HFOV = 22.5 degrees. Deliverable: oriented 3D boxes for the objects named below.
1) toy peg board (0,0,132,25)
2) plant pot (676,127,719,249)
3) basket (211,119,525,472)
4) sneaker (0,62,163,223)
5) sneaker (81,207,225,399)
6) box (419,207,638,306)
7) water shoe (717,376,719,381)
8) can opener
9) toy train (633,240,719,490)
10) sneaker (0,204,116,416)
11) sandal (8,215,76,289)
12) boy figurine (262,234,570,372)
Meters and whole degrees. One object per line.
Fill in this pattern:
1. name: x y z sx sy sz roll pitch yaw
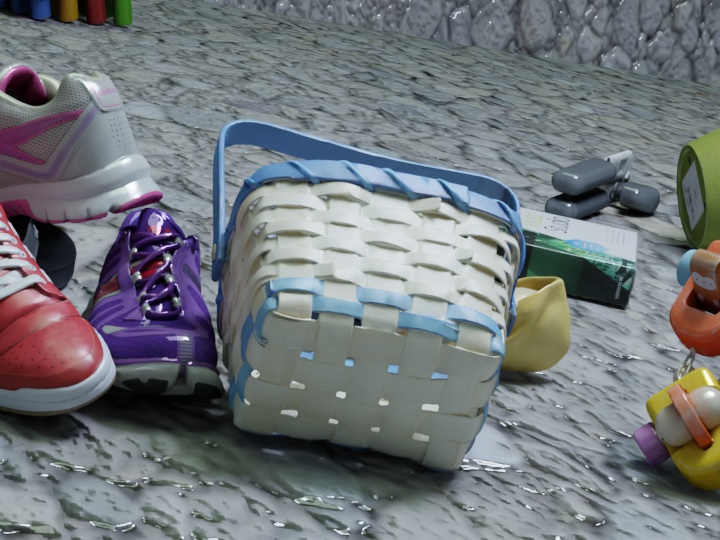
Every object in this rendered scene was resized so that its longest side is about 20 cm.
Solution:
1. toy peg board: -0.406 -0.374 2.401 0.198 0.099 0.199 -22 31 -38
2. plant pot: 0.389 -0.074 1.611 0.198 0.189 0.187 -6 15 -6
3. basket: 0.000 0.000 0.957 0.175 0.140 0.201 12 43 -6
4. sneaker: -0.205 -0.072 1.031 0.198 0.089 0.081 -3 9 23
5. sneaker: -0.117 0.013 0.983 0.080 0.084 0.200 6 15 -16
6. box: 0.119 -0.023 1.428 0.198 0.037 0.144 11 13 6
7. water shoe: 0.268 0.091 0.974 0.071 0.080 0.199 -2 18 -42
8. can opener: 0.231 -0.079 1.714 0.066 0.053 0.200 18 15 26
9. toy train: 0.220 0.052 0.960 0.199 0.151 0.056 30 -12 45
10. sneaker: -0.193 -0.013 0.911 0.071 0.113 0.200 -25 38 -29
11. sandal: -0.221 -0.010 1.082 0.075 0.043 0.200 13 13 7
12. boy figurine: 0.032 0.022 1.112 0.198 0.065 0.124 9 10 5
